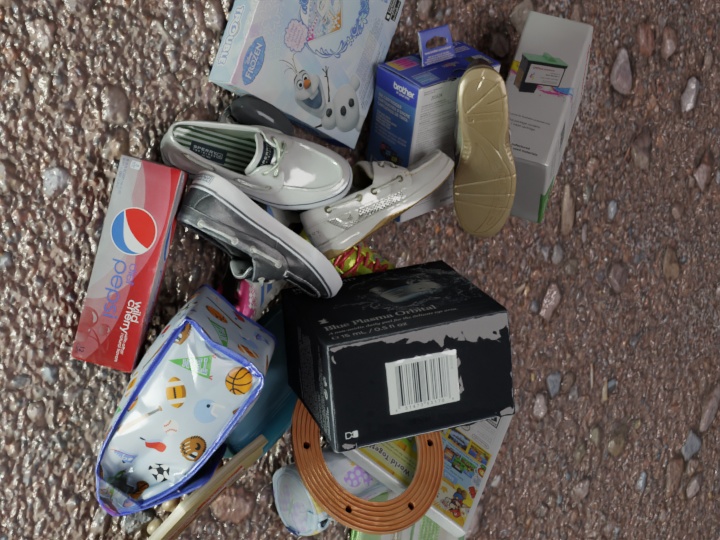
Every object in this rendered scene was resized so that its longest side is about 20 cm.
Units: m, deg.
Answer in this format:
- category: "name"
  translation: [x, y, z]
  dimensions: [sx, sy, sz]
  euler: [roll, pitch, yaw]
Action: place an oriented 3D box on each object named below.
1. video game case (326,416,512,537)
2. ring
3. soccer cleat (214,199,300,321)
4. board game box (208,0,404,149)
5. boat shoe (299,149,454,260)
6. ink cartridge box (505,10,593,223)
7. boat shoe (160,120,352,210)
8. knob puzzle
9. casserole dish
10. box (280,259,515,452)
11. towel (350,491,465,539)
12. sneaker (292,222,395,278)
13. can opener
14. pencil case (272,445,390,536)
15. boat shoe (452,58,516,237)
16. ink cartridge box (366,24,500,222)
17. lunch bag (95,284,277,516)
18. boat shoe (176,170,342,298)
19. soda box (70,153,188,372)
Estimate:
- category: "video game case"
  translation: [0.073, 0.183, 1.638]
  dimensions: [0.199, 0.023, 0.183]
  euler: [38, 52, -12]
- category: "ring"
  translation: [0.007, 0.197, 1.563]
  dimensions: [0.198, 0.019, 0.203]
  euler: [15, 60, -27]
- category: "soccer cleat"
  translation: [-0.113, 0.020, 1.485]
  dimensions: [0.086, 0.069, 0.203]
  euler: [18, 87, -43]
- category: "board game box"
  translation: [-0.051, -0.260, 1.494]
  dimensions: [0.198, 0.043, 0.203]
  euler: [24, 84, -46]
- category: "boat shoe"
  translation: [0.019, -0.087, 1.479]
  dimensions: [0.199, 0.071, 0.070]
  euler: [-36, 98, -32]
- category: "ink cartridge box"
  translation: [0.209, -0.184, 1.668]
  dimensions: [0.145, 0.083, 0.202]
  euler: [82, 26, -65]
- category: "boat shoe"
  translation: [-0.102, -0.107, 1.396]
  dimensions: [0.197, 0.067, 0.075]
  euler: [6, 78, -9]
- category: "knob puzzle"
  translation: [-0.174, 0.231, 1.407]
  dimensions: [0.030, 0.220, 0.219]
  euler: [46, 61, 6]
- category: "casserole dish"
  translation: [-0.106, 0.119, 1.540]
  dimensions: [0.200, 0.039, 0.122]
  euler: [-48, 129, -24]
- category: "box"
  translation: [0.034, 0.083, 1.458]
  dimensions: [0.194, 0.200, 0.119]
  euler: [-10, 108, -15]
- category: "towel"
  translation: [0.057, 0.346, 1.764]
  dimensions: [0.198, 0.030, 0.152]
  euler: [9, 92, -42]
- category: "sneaker"
  translation: [0.000, 0.000, 1.575]
  dimensions: [0.200, 0.090, 0.079]
  euler: [39, 75, -40]
- category: "can opener"
  translation: [-0.068, -0.107, 1.473]
  dimensions: [0.199, 0.066, 0.054]
  euler: [39, 52, -24]
- category: "pencil case"
  translation: [-0.008, 0.236, 1.626]
  dimensions: [0.198, 0.090, 0.084]
  euler: [-22, 116, -39]
- category: "boat shoe"
  translation: [0.137, -0.136, 1.542]
  dimensions: [0.065, 0.071, 0.203]
  euler: [-76, 163, -60]
- category: "ink cartridge box"
  translation: [0.081, -0.173, 1.582]
  dimensions: [0.135, 0.076, 0.202]
  euler: [-22, 134, -39]
- category: "lunch bag"
  translation: [-0.175, 0.137, 1.364]
  dimensions: [0.123, 0.170, 0.201]
  euler: [37, 97, -4]
- category: "boat shoe"
  translation: [-0.102, -0.017, 1.405]
  dimensions: [0.200, 0.071, 0.068]
  euler: [40, 71, -34]
- category: "soda box"
  translation: [-0.223, -0.007, 1.360]
  dimensions: [0.062, 0.070, 0.203]
  euler: [14, 90, -2]
